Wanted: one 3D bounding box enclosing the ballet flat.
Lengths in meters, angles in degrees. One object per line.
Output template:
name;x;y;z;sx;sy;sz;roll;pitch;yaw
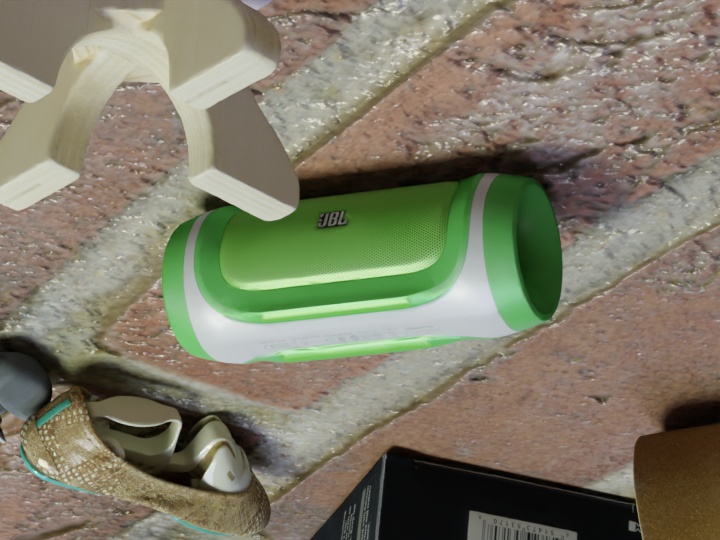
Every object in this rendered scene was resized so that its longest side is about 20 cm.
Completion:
ballet flat;-0.118;0.117;1.638;0.199;0.071;0.065;17;125;-42

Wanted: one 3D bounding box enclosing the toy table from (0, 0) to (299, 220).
toy table;-0.098;-0.106;1.145;0.183;0.118;0.200;19;149;-24

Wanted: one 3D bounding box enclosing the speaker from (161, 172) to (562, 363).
speaker;0.000;0.000;1.362;0.199;0.089;0.088;-7;150;24

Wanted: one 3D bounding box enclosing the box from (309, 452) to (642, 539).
box;0.074;0.224;1.750;0.195;0.118;0.200;12;154;-12

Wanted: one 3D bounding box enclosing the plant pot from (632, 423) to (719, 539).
plant pot;0.283;0.161;1.539;0.199;0.188;0.186;-17;147;16

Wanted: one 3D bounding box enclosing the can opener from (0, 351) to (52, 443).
can opener;-0.243;0.039;1.550;0.067;0.054;0.200;-31;147;0
